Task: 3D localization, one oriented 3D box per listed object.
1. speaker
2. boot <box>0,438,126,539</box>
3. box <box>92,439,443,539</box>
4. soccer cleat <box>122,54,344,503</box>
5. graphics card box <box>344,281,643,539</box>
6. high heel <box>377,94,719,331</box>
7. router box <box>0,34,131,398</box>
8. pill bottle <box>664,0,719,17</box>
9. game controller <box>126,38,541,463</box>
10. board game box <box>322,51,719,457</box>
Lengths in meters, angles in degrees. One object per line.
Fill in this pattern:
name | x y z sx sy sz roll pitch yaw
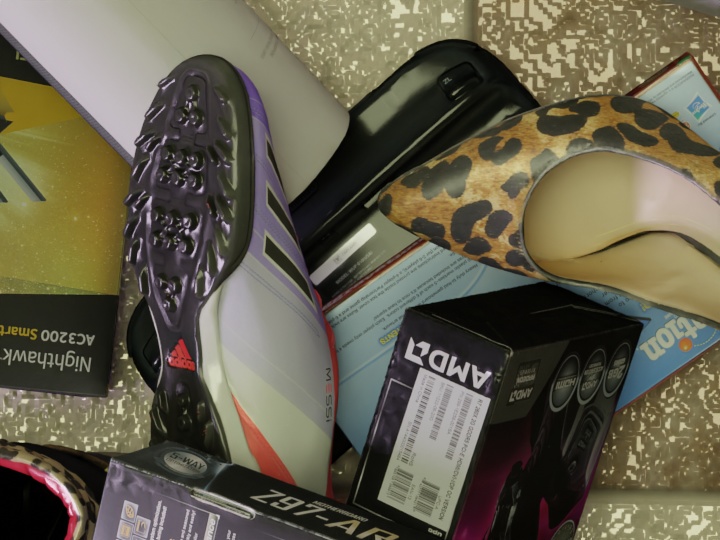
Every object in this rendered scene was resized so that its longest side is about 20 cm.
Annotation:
speaker | -0.096 -0.103 1.138 0.081 0.081 0.200 -42 109 7
boot | -0.170 0.101 1.157 0.199 0.151 0.073 2 86 14
box | -0.034 0.182 1.049 0.160 0.044 0.201 17 102 23
soccer cleat | -0.043 0.014 1.121 0.068 0.073 0.201 10 107 48
graphics card box | 0.036 0.107 1.102 0.051 0.125 0.201 22 103 26
high heel | 0.107 -0.004 1.071 0.199 0.143 0.072 -1 121 -1
router box | -0.194 -0.036 1.178 0.199 0.052 0.158 6 87 -17
pill bottle | 0.164 -0.200 1.126 0.112 0.112 0.201 15 90 13
game controller | 0.000 0.000 1.191 0.200 0.042 0.104 -41 93 7
board game box | 0.078 0.012 1.159 0.200 0.019 0.103 -35 96 6
